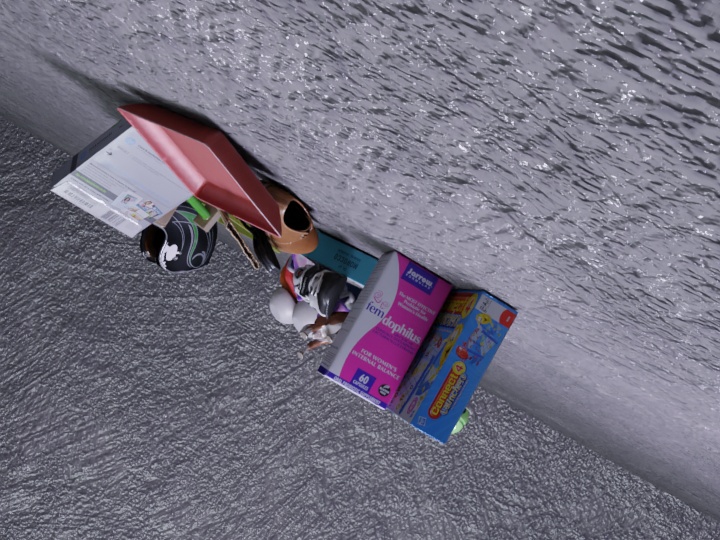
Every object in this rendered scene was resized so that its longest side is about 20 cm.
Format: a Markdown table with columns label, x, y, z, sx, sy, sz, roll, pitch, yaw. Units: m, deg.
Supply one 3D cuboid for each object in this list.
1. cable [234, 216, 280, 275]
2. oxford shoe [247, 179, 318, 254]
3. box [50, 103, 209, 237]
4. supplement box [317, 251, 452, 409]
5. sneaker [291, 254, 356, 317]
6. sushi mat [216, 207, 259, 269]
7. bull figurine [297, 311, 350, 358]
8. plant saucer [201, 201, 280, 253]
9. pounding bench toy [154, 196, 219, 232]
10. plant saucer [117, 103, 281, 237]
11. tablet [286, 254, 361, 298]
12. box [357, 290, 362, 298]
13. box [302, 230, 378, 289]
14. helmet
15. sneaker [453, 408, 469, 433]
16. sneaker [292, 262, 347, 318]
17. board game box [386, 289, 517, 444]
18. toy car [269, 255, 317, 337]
| label | x | y | z | sx | sy | sz | roll | pitch | yaw |
| --- | --- | --- | --- | --- | --- | --- | --- | --- | --- |
| cable | -0.173 | -0.065 | 1.366 | 0.201 | 0.050 | 0.097 | 66 | -176 | 24 |
| oxford shoe | -0.098 | -0.064 | 1.308 | 0.071 | 0.072 | 0.200 | 22 | 171 | 23 |
| box | -0.330 | -0.141 | 1.296 | 0.199 | 0.041 | 0.156 | -28 | 138 | 28 |
| supplement box | 0.033 | 0.084 | 1.263 | 0.101 | 0.201 | 0.103 | 30 | 173 | -6 |
| sneaker | -0.091 | 0.009 | 1.589 | 0.201 | 0.088 | 0.080 | 55 | 178 | -1 |
| sushi mat | -0.204 | -0.078 | 1.344 | 0.096 | 0.012 | 0.200 | 59 | 175 | -34 |
| bull figurine | -0.021 | 0.102 | 1.479 | 0.199 | 0.121 | 0.065 | -8 | 106 | 50 |
| plant saucer | -0.263 | -0.122 | 1.740 | 0.199 | 0.048 | 0.200 | 26 | 174 | 33 |
| pounding bench toy | -0.314 | -0.138 | 1.459 | 0.199 | 0.125 | 0.156 | 31 | 174 | -13 |
| plant saucer | -0.203 | -0.141 | 1.172 | 0.199 | 0.037 | 0.200 | 26 | 162 | 38 |
| tablet | -0.046 | 0.015 | 1.690 | 0.199 | 0.014 | 0.130 | 31 | -152 | -10 |
| box | 0.109 | 0.118 | 1.592 | 0.199 | 0.124 | 0.196 | 26 | 175 | 32 |
| box | 0.000 | 0.000 | 1.458 | 0.199 | 0.049 | 0.082 | 27 | 174 | 30 |
| helmet | -0.443 | -0.103 | 2.112 | 0.199 | 0.192 | 0.200 | 0 | -166 | 0 |
| sneaker | 0.108 | 0.217 | 1.564 | 0.199 | 0.077 | 0.084 | 18 | 151 | 46 |
| sneaker | -0.073 | 0.028 | 1.441 | 0.088 | 0.074 | 0.200 | 28 | 174 | -2 |
| board game box | 0.116 | 0.125 | 1.217 | 0.056 | 0.196 | 0.200 | 31 | 174 | -8 |
| toy car | -0.093 | 0.032 | 1.831 | 0.200 | 0.175 | 0.151 | 24 | 136 | 49 |
